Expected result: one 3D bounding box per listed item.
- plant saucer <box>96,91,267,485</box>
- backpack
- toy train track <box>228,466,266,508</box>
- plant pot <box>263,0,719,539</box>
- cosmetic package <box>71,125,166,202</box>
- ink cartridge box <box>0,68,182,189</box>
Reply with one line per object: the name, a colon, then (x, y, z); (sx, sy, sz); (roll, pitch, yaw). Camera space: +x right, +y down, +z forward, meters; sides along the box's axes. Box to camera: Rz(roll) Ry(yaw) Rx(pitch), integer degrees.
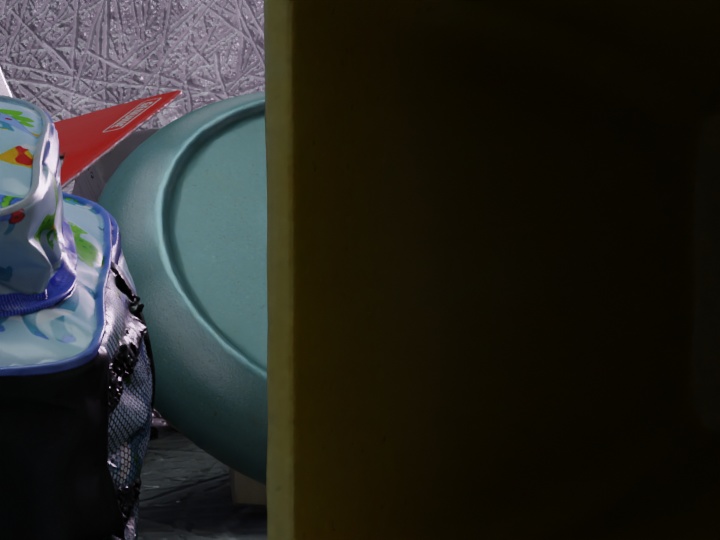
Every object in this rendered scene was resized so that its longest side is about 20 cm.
plant saucer: (0.000, 0.000, 0.759); (0.199, 0.027, 0.201); (11, 47, -11)
backpack: (-0.154, 0.021, 0.638); (0.182, 0.148, 0.200); (-3, 13, -3)
toy train track: (-0.001, 0.046, 0.775); (0.199, 0.115, 0.033); (8, -33, -18)
plant pot: (0.106, 0.006, 0.589); (0.195, 0.195, 0.200); (2, 3, 31)
cosmetic package: (-0.035, -0.036, 0.954); (0.199, 0.083, 0.051); (-13, 56, -27)
ink cartridge box: (-0.193, -0.040, 0.851); (0.175, 0.045, 0.200); (-13, 18, 26)
